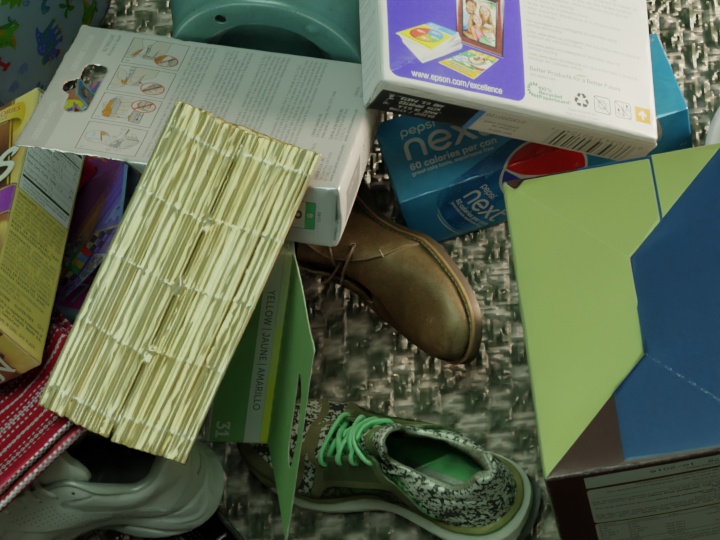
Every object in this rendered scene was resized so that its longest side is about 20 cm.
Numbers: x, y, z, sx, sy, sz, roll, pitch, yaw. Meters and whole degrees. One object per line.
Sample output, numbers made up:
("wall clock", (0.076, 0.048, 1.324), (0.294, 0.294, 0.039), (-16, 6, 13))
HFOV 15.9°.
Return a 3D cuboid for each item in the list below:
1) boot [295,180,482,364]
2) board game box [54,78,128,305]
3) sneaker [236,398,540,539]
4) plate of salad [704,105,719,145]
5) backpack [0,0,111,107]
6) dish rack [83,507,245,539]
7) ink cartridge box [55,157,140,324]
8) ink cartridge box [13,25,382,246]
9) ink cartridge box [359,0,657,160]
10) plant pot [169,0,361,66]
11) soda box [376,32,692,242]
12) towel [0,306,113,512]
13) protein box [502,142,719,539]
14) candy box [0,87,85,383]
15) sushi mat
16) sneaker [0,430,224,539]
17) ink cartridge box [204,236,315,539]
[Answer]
("boot", (0.000, 0.000, 1.664), (0.075, 0.074, 0.200), (-12, 41, -38))
("board game box", (-0.227, -0.053, 1.727), (0.158, 0.039, 0.201), (-24, 43, 28))
("sneaker", (0.013, 0.110, 1.600), (0.199, 0.089, 0.077), (12, 63, 19))
("plate of salad", (0.322, -0.067, 1.665), (0.199, 0.048, 0.201), (-3, 51, 4))
("backpack", (-0.280, -0.189, 1.784), (0.147, 0.183, 0.200), (28, 74, 26))
("dish rack", (-0.175, 0.204, 1.605), (0.200, 0.055, 0.153), (-38, 59, -11))
("ink cartridge box", (-0.132, -0.039, 1.726), (0.119, 0.042, 0.201), (12, 61, 18))
("ink cartridge box", (-0.095, -0.084, 1.586), (0.199, 0.050, 0.161), (6, 33, 8))
("ink cartridge box", (0.092, -0.179, 1.643), (0.197, 0.043, 0.201), (10, 63, -22))
("plant pot", (-0.042, -0.199, 1.714), (0.199, 0.200, 0.189), (2, 52, 13))
("soda box", (0.116, -0.085, 1.709), (0.199, 0.064, 0.068), (-18, 58, 1))
("towel", (-0.226, 0.084, 1.573), (0.145, 0.022, 0.200), (-44, 27, -6))
("protein box", (0.173, 0.069, 1.525), (0.134, 0.200, 0.199), (-10, 58, 6))
("candy box", (-0.243, -0.010, 1.624), (0.116, 0.056, 0.201), (-25, 38, 29))
("sushi mat", (-0.104, 0.006, 1.490), (0.095, 0.012, 0.201), (23, 83, 9))
("sneaker", (-0.189, 0.126, 1.563), (0.199, 0.099, 0.078), (-16, 59, 4))
("ink cartridge box", (-0.065, 0.047, 1.560), (0.048, 0.146, 0.200), (4, 33, -8))
